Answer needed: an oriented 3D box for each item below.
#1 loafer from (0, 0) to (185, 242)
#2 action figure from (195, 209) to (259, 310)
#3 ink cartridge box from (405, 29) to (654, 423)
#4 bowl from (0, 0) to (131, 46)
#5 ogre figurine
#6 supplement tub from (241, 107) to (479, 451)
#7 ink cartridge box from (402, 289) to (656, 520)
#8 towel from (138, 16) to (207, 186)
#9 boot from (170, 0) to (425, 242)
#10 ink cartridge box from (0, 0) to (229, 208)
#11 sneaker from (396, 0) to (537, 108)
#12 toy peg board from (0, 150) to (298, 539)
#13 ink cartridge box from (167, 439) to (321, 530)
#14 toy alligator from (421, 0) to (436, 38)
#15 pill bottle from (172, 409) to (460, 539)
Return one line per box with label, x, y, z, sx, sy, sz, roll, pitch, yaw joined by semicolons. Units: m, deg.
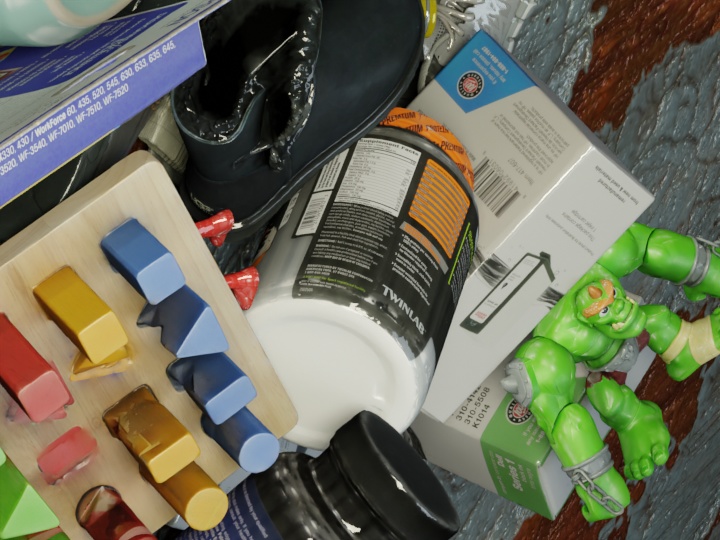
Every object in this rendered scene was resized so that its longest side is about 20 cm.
loafer;-0.138;-0.102;1.511;0.201;0.073;0.072;-56;165;0
action figure;-0.163;0.030;1.545;0.199;0.066;0.099;-13;154;-27
ink cartridge box;0.063;-0.028;1.800;0.200;0.146;0.084;-47;136;8
bowl;-0.155;-0.186;1.342;0.201;0.105;0.202;-45;150;-36
ogre figurine;0.162;0.049;1.820;0.200;0.120;0.098;-55;-160;-2
supplement tub;0.000;0.000;1.657;0.200;0.122;0.123;-68;166;-50
ink cartridge box;0.078;0.057;1.934;0.146;0.199;0.084;-56;152;-21
towel;-0.062;-0.135;1.682;0.201;0.034;0.193;-64;159;-8
boot;-0.029;-0.118;1.572;0.200;0.076;0.168;-49;169;-18
ink cartridge box;-0.167;-0.064;1.335;0.197;0.199;0.047;-39;113;-44
sneaker;0.065;-0.179;1.841;0.115;0.075;0.201;-18;129;-56
toy peg board;-0.132;0.083;1.475;0.199;0.098;0.201;-36;128;-11
ink cartridge box;-0.078;0.091;1.782;0.146;0.083;0.200;-66;156;-1
toy alligator;0.011;-0.155;1.721;0.054;0.059;0.201;-111;-153;-57
pill bottle;-0.046;0.172;1.574;0.200;0.112;0.112;-41;158;11
